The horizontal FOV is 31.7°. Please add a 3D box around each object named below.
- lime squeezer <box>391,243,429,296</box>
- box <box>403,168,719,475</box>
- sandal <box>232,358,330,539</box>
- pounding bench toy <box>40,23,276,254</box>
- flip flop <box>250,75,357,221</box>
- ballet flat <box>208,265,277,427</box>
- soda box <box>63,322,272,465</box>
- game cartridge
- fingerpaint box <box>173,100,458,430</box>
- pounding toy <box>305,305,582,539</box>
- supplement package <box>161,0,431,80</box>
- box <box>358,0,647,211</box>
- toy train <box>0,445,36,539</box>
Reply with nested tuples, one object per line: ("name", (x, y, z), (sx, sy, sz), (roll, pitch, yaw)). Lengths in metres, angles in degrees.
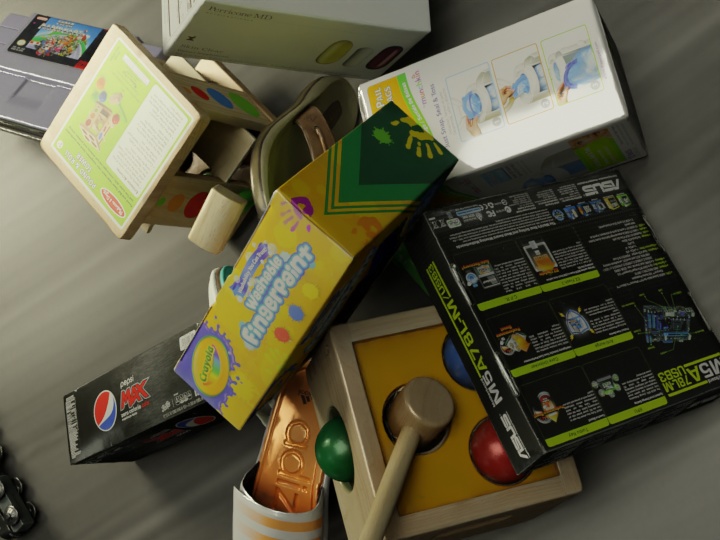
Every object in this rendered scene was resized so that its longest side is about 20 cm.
("lime squeezer", (0.000, 0.000, 1.066), (0.197, 0.038, 0.072), (8, 94, 9))
("box", (0.155, 0.029, 0.930), (0.195, 0.198, 0.048), (65, 147, 18))
("sandal", (-0.064, 0.172, 0.991), (0.078, 0.059, 0.210), (8, 88, 21))
("pounding bench toy", (-0.134, -0.084, 1.070), (0.200, 0.155, 0.125), (46, 109, 25))
("flip flop", (-0.036, -0.094, 1.040), (0.057, 0.082, 0.201), (3, 37, 25))
("ballet flat", (-0.080, 0.086, 1.073), (0.069, 0.069, 0.201), (-43, 68, 8))
("soda box", (-0.164, 0.105, 1.055), (0.199, 0.070, 0.064), (-26, 69, 39))
("game cartridge", (-0.289, -0.180, 1.195), (0.197, 0.039, 0.131), (16, 62, 26))
("fingerpaint box", (-0.032, -0.003, 0.929), (0.073, 0.167, 0.201), (39, 130, 6))
("pounding toy", (0.046, 0.126, 0.919), (0.197, 0.142, 0.187), (-10, 71, -18))
("supplement package", (-0.056, -0.258, 1.049), (0.111, 0.197, 0.159), (150, 119, -61))
("box", (0.113, -0.119, 1.009), (0.197, 0.112, 0.103), (-18, 74, 17))
("toy train", (-0.362, 0.164, 1.180), (0.046, 0.034, 0.201), (-44, 67, 20))
